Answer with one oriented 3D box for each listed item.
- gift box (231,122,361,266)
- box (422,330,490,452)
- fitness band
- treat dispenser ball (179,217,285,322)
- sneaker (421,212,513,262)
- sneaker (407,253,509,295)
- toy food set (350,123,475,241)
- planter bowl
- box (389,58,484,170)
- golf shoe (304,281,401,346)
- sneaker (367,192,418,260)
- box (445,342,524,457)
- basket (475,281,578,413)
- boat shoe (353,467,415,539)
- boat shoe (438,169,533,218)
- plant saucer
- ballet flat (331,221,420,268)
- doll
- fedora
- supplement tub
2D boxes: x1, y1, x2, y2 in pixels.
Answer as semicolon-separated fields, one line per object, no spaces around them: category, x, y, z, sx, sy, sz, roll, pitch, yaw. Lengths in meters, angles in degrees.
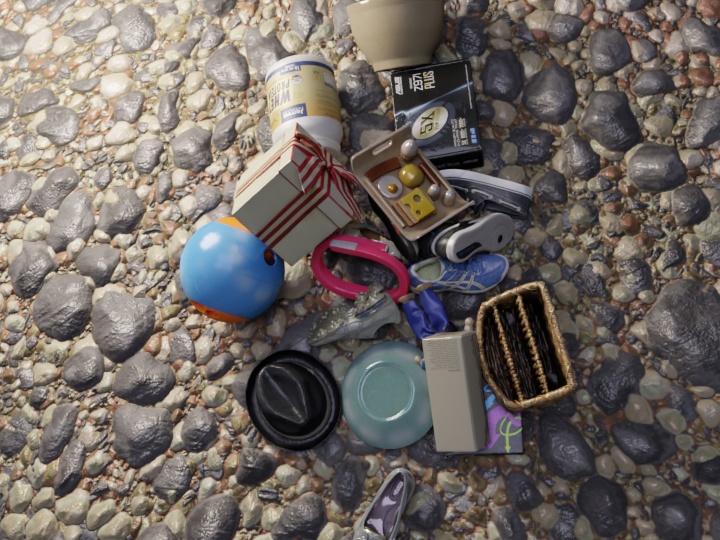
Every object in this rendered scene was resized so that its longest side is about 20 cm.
gift box;-0.109;-0.136;1.557;0.186;0.184;0.201;-39;31;22
box;0.167;0.210;1.459;0.082;0.068;0.202;-6;92;31
fitness band;0.000;0.000;1.589;0.198;0.144;0.038;14;49;16
treat dispenser ball;-0.244;-0.001;1.603;0.199;0.201;0.203;-3;75;10
sneaker;0.192;-0.072;1.573;0.111;0.199;0.074;15;113;42
sneaker;0.182;0.005;1.581;0.198;0.077;0.076;-11;72;7
toy food set;0.096;-0.163;1.542;0.143;0.061;0.200;-32;73;-21
planter bowl;0.078;-0.473;1.686;0.198;0.200;0.136;-6;101;10
box;0.152;-0.301;1.665;0.162;0.086;0.202;-7;74;10
golf shoe;-0.013;0.109;1.595;0.199;0.097;0.079;-28;30;27
sneaker;0.096;-0.109;1.601;0.107;0.068;0.202;-22;45;-8
box;0.221;0.235;1.533;0.142;0.036;0.202;-5;73;10
basket;0.275;0.138;1.455;0.142;0.149;0.202;-14;74;3
boat shoe;0.037;0.448;1.497;0.074;0.065;0.203;26;82;17
boat shoe;0.229;-0.143;1.619;0.198;0.072;0.068;14;77;7
plant saucer;0.050;0.227;1.556;0.199;0.039;0.203;-5;74;18
ballet flat;0.020;-0.054;1.632;0.199;0.071;0.070;19;87;16
doll;0.149;0.121;1.528;0.136;0.048;0.201;-33;75;21
fedora;-0.136;0.239;1.572;0.199;0.092;0.202;-3;75;11
supplement tub;-0.112;-0.314;1.690;0.143;0.144;0.202;-11;73;8
